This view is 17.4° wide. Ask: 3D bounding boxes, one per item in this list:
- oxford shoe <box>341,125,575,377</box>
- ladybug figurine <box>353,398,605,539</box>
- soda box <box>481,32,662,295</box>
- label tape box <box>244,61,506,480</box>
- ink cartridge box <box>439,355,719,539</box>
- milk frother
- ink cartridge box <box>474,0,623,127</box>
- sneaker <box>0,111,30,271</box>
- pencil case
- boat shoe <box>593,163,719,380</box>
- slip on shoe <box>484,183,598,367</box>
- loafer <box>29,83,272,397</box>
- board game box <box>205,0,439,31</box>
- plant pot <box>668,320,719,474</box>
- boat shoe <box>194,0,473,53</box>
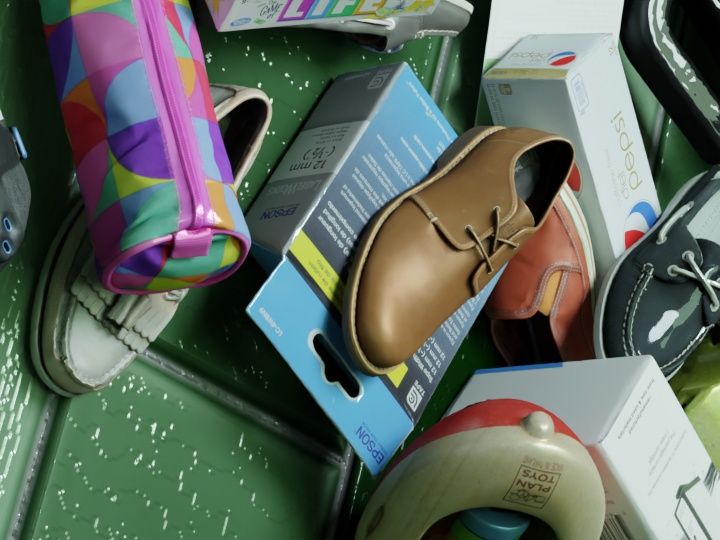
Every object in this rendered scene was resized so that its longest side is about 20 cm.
[{"bbox_3d":[0.057,-0.018,1.331,0.200,0.071,0.072,-53,124,-34],"label":"oxford shoe"},{"bbox_3d":[0.067,0.139,1.348,0.135,0.200,0.072,15,45,-17],"label":"ladybug figurine"},{"bbox_3d":[0.143,-0.050,1.501,0.064,0.068,0.201,-43,125,-41],"label":"soda box"},{"bbox_3d":[0.000,0.000,1.365,0.144,0.066,0.201,52,54,-29],"label":"label tape box"},{"bbox_3d":[0.150,0.158,1.448,0.201,0.145,0.084,58,47,-25],"label":"ink cartridge box"},{"bbox_3d":[0.297,-0.178,1.578,0.189,0.200,0.180,55,50,-10],"label":"milk frother"},{"bbox_3d":[0.119,-0.193,1.530,0.145,0.048,0.202,-5,110,-47],"label":"ink cartridge box"},{"bbox_3d":[-0.207,-0.034,1.102,0.112,0.073,0.200,67,25,-18],"label":"sneaker"},{"bbox_3d":[-0.114,-0.089,1.201,0.088,0.088,0.201,3,66,-47],"label":"pencil case"},{"bbox_3d":[0.209,-0.004,1.468,0.076,0.060,0.201,42,51,-14],"label":"boat shoe"},{"bbox_3d":[0.107,0.007,1.477,0.061,0.074,0.201,-31,113,-41],"label":"slip on shoe"},{"bbox_3d":[-0.109,-0.023,1.248,0.072,0.063,0.201,46,54,-33],"label":"loafer"},{"bbox_3d":[-0.047,-0.224,1.270,0.134,0.034,0.201,-9,63,-30],"label":"board game box"},{"bbox_3d":[0.250,0.128,1.546,0.184,0.200,0.201,45,55,-21],"label":"plant pot"},{"bbox_3d":[-0.018,-0.152,1.368,0.199,0.067,0.057,11,93,-41],"label":"boat shoe"}]
